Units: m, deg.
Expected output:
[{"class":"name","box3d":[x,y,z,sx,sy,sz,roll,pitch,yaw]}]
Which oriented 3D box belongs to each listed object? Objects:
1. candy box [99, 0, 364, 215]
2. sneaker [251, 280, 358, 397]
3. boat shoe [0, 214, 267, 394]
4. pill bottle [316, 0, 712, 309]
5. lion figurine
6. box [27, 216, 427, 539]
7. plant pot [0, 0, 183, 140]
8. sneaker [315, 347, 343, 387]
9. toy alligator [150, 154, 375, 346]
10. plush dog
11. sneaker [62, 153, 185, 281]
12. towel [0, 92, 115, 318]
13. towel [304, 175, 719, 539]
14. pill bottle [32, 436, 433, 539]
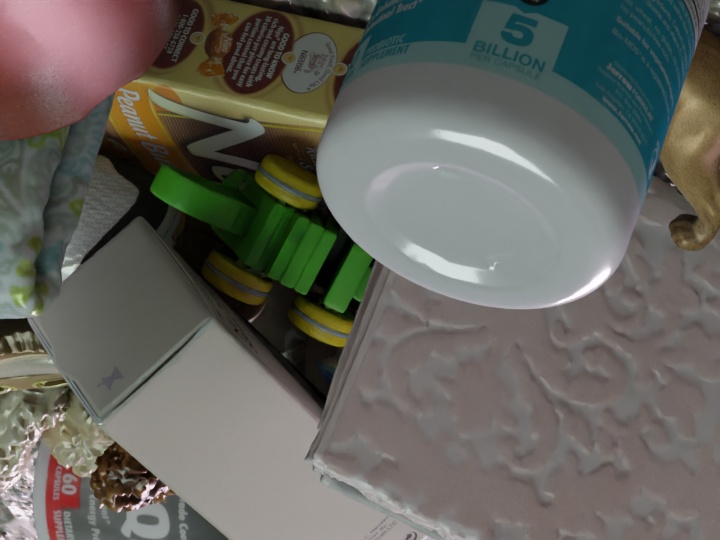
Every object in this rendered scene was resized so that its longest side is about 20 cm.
[{"class":"candy box","box3d":[-0.065,-0.067,1.292,0.199,0.055,0.116,14,150,15]},{"class":"sneaker","box3d":[-0.032,0.056,1.401,0.075,0.070,0.201,28,118,30]},{"class":"boat shoe","box3d":[-0.134,0.015,1.336,0.199,0.074,0.066,-6,170,11]},{"class":"pill bottle","box3d":[0.065,-0.094,1.024,0.110,0.200,0.111,15,148,10]},{"class":"lion figurine","box3d":[0.093,-0.083,1.170,0.199,0.073,0.123,13,144,-13]},{"class":"box","box3d":[-0.053,0.068,1.269,0.082,0.068,0.200,50,-178,42]},{"class":"plant pot","box3d":[-0.152,-0.158,1.091,0.200,0.201,0.195,14,157,13]},{"class":"sneaker","box3d":[0.041,0.055,1.338,0.077,0.081,0.200,55,-170,15]},{"class":"toy alligator","box3d":[0.000,0.000,1.257,0.200,0.059,0.054,26,-168,-12]},{"class":"plush dog","box3d":[-0.141,0.044,1.436,0.171,0.200,0.161,12,119,0]},{"class":"sneaker","box3d":[-0.174,-0.039,1.280,0.199,0.076,0.088,8,146,26]},{"class":"towel","box3d":[-0.182,-0.075,1.218,0.171,0.201,0.048,0,155,30]},{"class":"towel","box3d":[0.091,0.042,1.229,0.200,0.191,0.032,29,158,-15]},{"class":"pill bottle","box3d":[-0.060,0.118,1.524,0.199,0.114,0.114,2,144,30]}]
